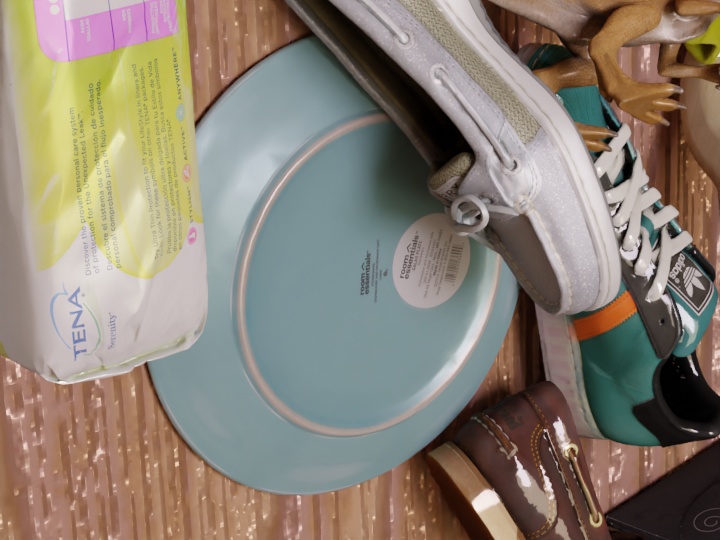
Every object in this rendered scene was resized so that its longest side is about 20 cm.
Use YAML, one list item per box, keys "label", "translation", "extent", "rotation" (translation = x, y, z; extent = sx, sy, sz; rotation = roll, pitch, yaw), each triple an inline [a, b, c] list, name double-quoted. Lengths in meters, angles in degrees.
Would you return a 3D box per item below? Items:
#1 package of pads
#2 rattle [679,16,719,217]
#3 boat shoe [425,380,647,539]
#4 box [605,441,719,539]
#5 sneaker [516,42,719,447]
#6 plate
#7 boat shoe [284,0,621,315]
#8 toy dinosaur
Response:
- label: "package of pads"
  translation: [-0.115, -0.077, 0.687]
  extent: [0.068, 0.154, 0.201]
  rotation: [-17, 114, -33]
- label: "rattle"
  translation: [0.162, -0.064, 0.903]
  extent: [0.143, 0.130, 0.201]
  rotation: [28, 64, -52]
- label: "boat shoe"
  translation: [0.102, 0.141, 0.971]
  extent: [0.070, 0.070, 0.201]
  rotation: [-34, 119, -13]
- label: "box"
  translation: [0.224, 0.188, 1.055]
  extent: [0.148, 0.124, 0.201]
  rotation: [-27, 119, -29]
- label: "sneaker"
  translation: [0.114, -0.009, 0.926]
  extent: [0.071, 0.080, 0.201]
  rotation: [-51, 135, -41]
- label: "plate"
  translation: [0.000, 0.000, 0.886]
  extent: [0.199, 0.026, 0.201]
  rotation: [-12, 110, -34]
- label: "boat shoe"
  translation: [0.030, -0.064, 0.833]
  extent: [0.065, 0.074, 0.202]
  rotation: [-35, 100, -16]
- label: "toy dinosaur"
  translation: [0.087, -0.103, 0.862]
  extent: [0.199, 0.060, 0.107]
  rotation: [6, 61, -13]
